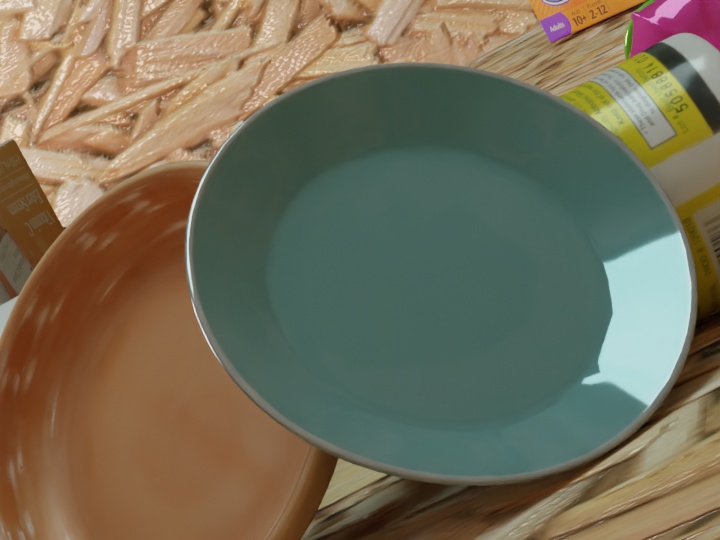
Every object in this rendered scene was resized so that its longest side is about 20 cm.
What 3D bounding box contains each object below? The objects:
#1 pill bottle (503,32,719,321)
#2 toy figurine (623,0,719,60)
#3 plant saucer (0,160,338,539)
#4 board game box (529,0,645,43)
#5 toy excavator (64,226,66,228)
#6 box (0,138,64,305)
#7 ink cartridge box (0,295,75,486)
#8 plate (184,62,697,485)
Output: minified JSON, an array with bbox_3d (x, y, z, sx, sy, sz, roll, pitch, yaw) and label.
[{"bbox_3d":[0.077,-0.007,1.226,0.199,0.112,0.111,-28,6,-6],"label":"pill bottle"},{"bbox_3d":[0.202,-0.134,1.769,0.200,0.150,0.184,-51,0,38],"label":"toy figurine"},{"bbox_3d":[-0.075,0.056,1.199,0.199,0.201,0.037,-24,-30,33],"label":"plant saucer"},{"bbox_3d":[0.277,-0.390,3.093,0.199,0.201,0.199,-32,7,-36],"label":"board game box"},{"bbox_3d":[-0.333,0.035,2.722,0.100,0.196,0.199,-32,35,-30],"label":"toy excavator"},{"bbox_3d":[-0.225,0.040,1.779,0.106,0.201,0.152,-28,6,13],"label":"box"},{"bbox_3d":[-0.153,0.091,1.337,0.199,0.084,0.146,-27,36,5],"label":"ink cartridge box"},{"bbox_3d":[0.030,0.003,1.131,0.200,0.200,0.026,-31,-25,-28],"label":"plate"}]
